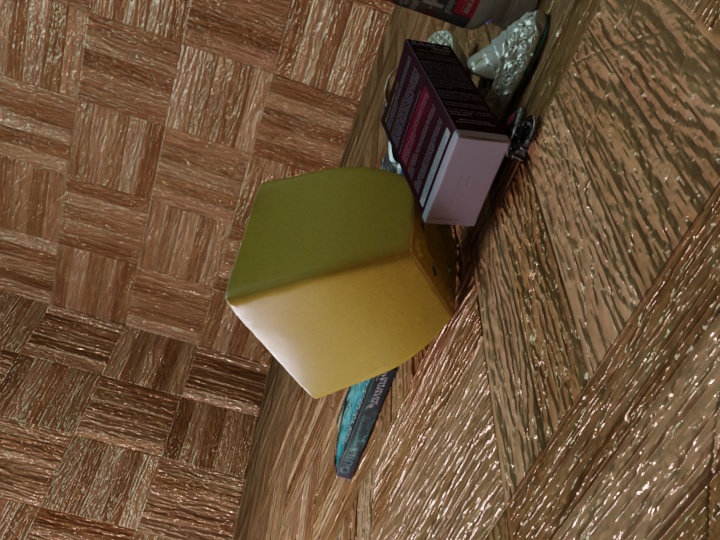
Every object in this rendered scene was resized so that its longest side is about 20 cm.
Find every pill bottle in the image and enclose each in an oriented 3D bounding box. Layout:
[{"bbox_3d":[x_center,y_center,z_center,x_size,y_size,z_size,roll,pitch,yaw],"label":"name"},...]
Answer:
[{"bbox_3d":[0.106,-0.347,0.915,0.111,0.199,0.111,-164,90,-82],"label":"pill bottle"}]

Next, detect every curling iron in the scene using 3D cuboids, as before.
[{"bbox_3d":[0.141,-0.123,0.846,0.200,0.025,0.050,141,146,-76],"label":"curling iron"}]

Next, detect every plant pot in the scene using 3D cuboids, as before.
[{"bbox_3d":[0.000,0.000,0.898,0.196,0.199,0.195,55,-149,-38],"label":"plant pot"}]

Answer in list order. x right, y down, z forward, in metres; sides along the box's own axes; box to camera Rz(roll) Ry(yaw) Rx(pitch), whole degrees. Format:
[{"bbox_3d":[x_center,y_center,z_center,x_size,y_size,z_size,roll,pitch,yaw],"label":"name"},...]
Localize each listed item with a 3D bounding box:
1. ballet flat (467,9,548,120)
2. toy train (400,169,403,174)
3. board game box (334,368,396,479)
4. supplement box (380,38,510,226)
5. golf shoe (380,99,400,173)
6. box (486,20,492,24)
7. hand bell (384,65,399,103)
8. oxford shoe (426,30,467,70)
[{"bbox_3d":[0.140,-0.201,0.882,0.072,0.072,0.200,-84,14,-53],"label":"ballet flat"},{"bbox_3d":[0.088,-0.128,1.013,0.114,0.086,0.201,115,168,-63],"label":"toy train"},{"bbox_3d":[0.005,0.184,1.151,0.135,0.028,0.200,-92,20,-64],"label":"board game box"},{"bbox_3d":[0.084,-0.151,0.844,0.200,0.061,0.109,-108,28,-45],"label":"supplement box"},{"bbox_3d":[0.080,-0.236,1.353,0.094,0.077,0.201,142,134,-69],"label":"golf shoe"},{"bbox_3d":[0.149,-0.393,1.006,0.200,0.119,0.042,142,144,-77],"label":"box"},{"bbox_3d":[0.107,-0.308,1.338,0.200,0.104,0.104,-57,-13,-70],"label":"hand bell"},{"bbox_3d":[0.121,-0.251,1.159,0.058,0.075,0.201,21,-106,-57],"label":"oxford shoe"}]
